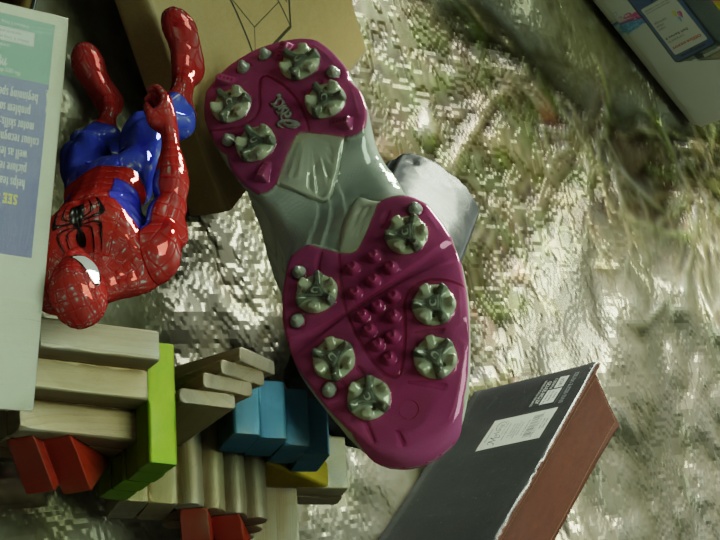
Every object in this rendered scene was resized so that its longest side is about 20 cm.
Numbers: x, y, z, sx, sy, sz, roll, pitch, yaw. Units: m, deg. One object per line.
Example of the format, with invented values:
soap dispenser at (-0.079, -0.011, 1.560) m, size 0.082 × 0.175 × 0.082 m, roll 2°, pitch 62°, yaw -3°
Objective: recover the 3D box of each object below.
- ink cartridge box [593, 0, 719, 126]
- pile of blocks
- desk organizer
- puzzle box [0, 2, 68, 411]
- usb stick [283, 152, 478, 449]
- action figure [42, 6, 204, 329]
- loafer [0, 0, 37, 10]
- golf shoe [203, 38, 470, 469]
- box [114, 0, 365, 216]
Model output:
ink cartridge box at (0.194, -0.209, 1.338) m, size 0.200 × 0.087 × 0.146 m, roll 47°, pitch 39°, yaw -36°
pile of blocks at (-0.059, 0.074, 0.829) m, size 0.200 × 0.082 × 0.062 m, roll 24°, pitch 55°, yaw -50°
desk organizer at (0.062, 0.130, 0.992) m, size 0.077 × 0.072 × 0.200 m, roll 63°, pitch 34°, yaw -18°
puzzle box at (-0.184, -0.030, 0.671) m, size 0.199 × 0.025 × 0.134 m, roll 9°, pitch 83°, yaw -39°
usb stick at (0.012, 0.009, 0.987) m, size 0.055 × 0.033 × 0.200 m, roll 38°, pitch 33°, yaw -8°
action figure at (-0.092, -0.037, 0.803) m, size 0.200 × 0.065 × 0.052 m, roll -91°, pitch 163°, yaw -58°
loafer at (-0.158, -0.052, 0.752) m, size 0.073 × 0.072 × 0.201 m, roll 40°, pitch 45°, yaw -40°
golf shoe at (0.000, 0.000, 0.888) m, size 0.092 × 0.075 × 0.201 m, roll 68°, pitch 1°, yaw -57°
box at (-0.062, -0.148, 0.947) m, size 0.164 × 0.021 × 0.201 m, roll -54°, pitch 134°, yaw -51°
